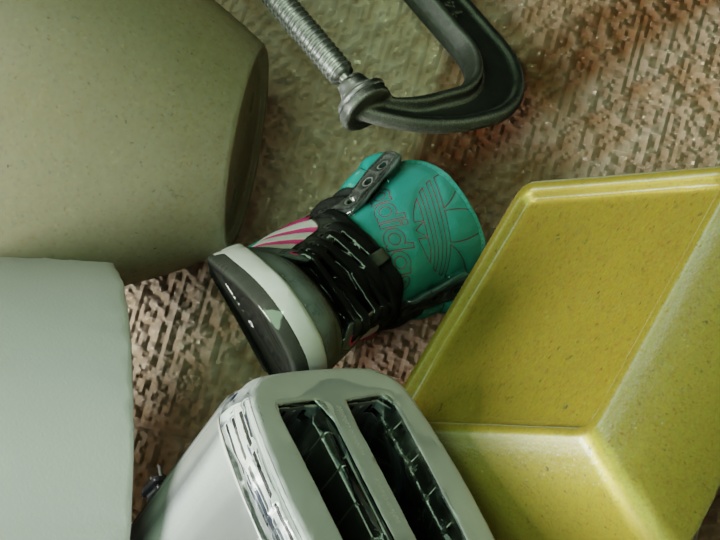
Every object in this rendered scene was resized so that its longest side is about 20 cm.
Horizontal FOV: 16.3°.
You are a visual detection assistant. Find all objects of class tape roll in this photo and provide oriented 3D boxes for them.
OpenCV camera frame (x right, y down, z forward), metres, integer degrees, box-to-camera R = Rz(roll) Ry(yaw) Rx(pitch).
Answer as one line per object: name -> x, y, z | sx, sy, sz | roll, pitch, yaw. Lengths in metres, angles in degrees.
tape roll -> -0.149, 0.094, 1.122 | 0.070, 0.202, 0.203 | 3, 74, -12

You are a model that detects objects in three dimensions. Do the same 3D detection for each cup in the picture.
cup -> -0.123, -0.071, 1.210 | 0.143, 0.200, 0.201 | 11, 79, 5

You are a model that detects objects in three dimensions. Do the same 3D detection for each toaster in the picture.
toaster -> -0.019, 0.130, 1.045 | 0.129, 0.113, 0.200 | -56, 49, 38

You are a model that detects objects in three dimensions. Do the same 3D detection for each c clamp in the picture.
c clamp -> -0.020, -0.129, 1.209 | 0.200, 0.171, 0.027 | 47, 131, 20

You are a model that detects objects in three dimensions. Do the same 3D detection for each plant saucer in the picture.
plant saucer -> 0.097, 0.027, 1.085 | 0.200, 0.048, 0.200 | -2, 50, 53

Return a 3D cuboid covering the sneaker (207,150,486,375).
sneaker -> 0.000, 0.000, 1.146 | 0.120, 0.200, 0.084 | -30, 96, -4

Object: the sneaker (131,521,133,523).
sneaker -> -0.038, 0.173, 1.161 | 0.199, 0.077, 0.112 | -2, 66, 13

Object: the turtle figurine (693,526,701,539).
turtle figurine -> 0.102, 0.173, 1.065 | 0.144, 0.194, 0.201 | -7, 111, 57
